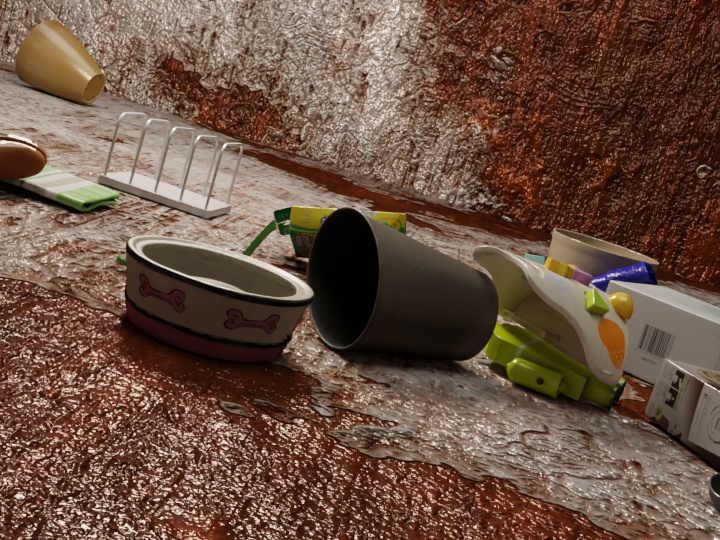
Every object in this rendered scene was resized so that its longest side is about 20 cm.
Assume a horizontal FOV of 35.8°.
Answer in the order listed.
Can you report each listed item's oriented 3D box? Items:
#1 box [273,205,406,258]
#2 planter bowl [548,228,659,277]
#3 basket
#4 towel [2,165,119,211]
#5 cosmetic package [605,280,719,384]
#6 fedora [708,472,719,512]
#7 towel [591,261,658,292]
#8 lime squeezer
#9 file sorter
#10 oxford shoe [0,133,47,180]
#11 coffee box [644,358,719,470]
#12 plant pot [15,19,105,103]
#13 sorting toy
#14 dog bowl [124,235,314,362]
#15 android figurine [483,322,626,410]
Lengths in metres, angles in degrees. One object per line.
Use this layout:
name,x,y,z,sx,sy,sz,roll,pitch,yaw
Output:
box,-0.030,-0.053,1.670,0.196,0.049,0.118,6,-18,5
planter bowl,0.424,0.019,2.018,0.197,0.137,0.200,17,9,-3
basket,0.055,0.030,1.312,0.198,0.136,0.182,17,39,-35
towel,-0.467,-0.127,1.622,0.197,0.031,0.149,21,12,7
cosmetic package,0.483,0.106,1.675,0.198,0.125,0.199,24,10,36
fedora,0.442,0.215,1.076,0.197,0.092,0.177,19,10,9
towel,0.388,0.027,1.843,0.197,0.050,0.147,-14,-13,18
lime squeezer,-0.186,-0.001,1.290,0.197,0.072,0.038,-12,23,11
file sorter,-0.315,-0.182,1.886,0.197,0.126,0.139,18,9,7
oxford shoe,-0.512,-0.138,1.486,0.197,0.072,0.072,-3,40,-33
coffee box,0.437,0.180,1.293,0.111,0.081,0.200,15,10,-19
plant pot,-0.786,-0.538,2.979,0.199,0.188,0.186,34,14,14
sorting toy,0.223,0.027,1.354,0.179,0.108,0.199,30,3,-40
dog bowl,-0.150,0.030,1.135,0.197,0.075,0.200,17,9,-3
android figurine,0.235,0.118,1.409,0.198,0.042,0.182,23,12,18
